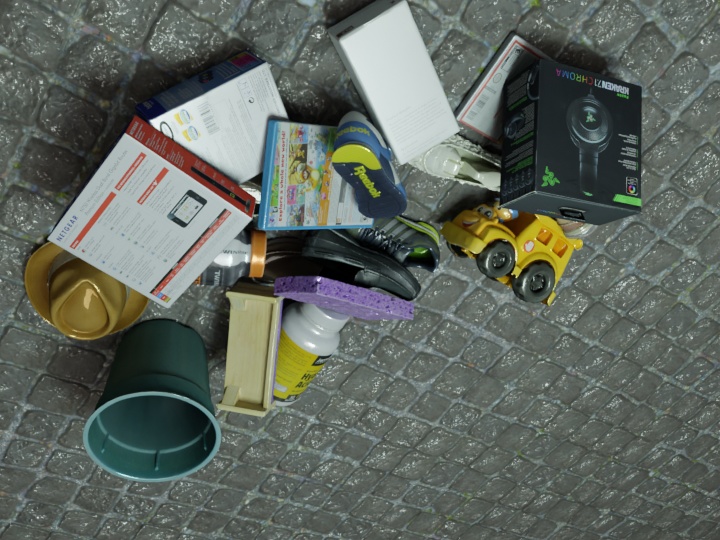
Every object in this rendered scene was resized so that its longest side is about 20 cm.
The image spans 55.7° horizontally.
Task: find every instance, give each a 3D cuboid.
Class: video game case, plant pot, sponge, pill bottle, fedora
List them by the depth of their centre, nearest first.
[{"bbox_3d":[-0.050,-0.129,0.953,0.199,0.018,0.144,-5,110,-42],"label":"video game case"},{"bbox_3d":[-0.239,-0.032,1.001,0.199,0.106,0.107,4,125,-12],"label":"pill bottle"},{"bbox_3d":[0.257,-0.245,1.021,0.199,0.017,0.143,22,118,-26],"label":"video game case"},{"bbox_3d":[-0.415,0.041,1.033,0.200,0.082,0.201,-7,127,-9],"label":"fedora"},{"bbox_3d":[-0.023,0.044,1.038,0.199,0.030,0.111,17,166,-40],"label":"sponge"},{"bbox_3d":[-0.326,0.197,1.097,0.199,0.196,0.201,-6,127,-8],"label":"plant pot"},{"bbox_3d":[-0.104,0.125,1.153,0.111,0.111,0.200,22,118,-27],"label":"pill bottle"}]

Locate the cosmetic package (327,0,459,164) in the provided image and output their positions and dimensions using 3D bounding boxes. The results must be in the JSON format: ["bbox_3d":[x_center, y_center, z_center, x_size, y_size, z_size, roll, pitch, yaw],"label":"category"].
[{"bbox_3d":[0.047,-0.255,0.918,0.101,0.074,0.200,-30,123,0],"label":"cosmetic package"}]

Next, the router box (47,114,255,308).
[{"bbox_3d":[-0.263,-0.066,0.863,0.179,0.049,0.200,35,120,-25],"label":"router box"}]

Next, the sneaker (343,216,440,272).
[{"bbox_3d":[0.046,-0.050,1.075,0.199,0.081,0.074,13,122,-21],"label":"sneaker"}]

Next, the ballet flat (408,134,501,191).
[{"bbox_3d":[0.157,-0.162,1.029,0.199,0.072,0.072,11,123,-20],"label":"ballet flat"}]

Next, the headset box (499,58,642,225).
[{"bbox_3d":[0.292,-0.166,0.949,0.173,0.093,0.201,9,79,-18],"label":"headset box"}]

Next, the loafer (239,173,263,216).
[{"bbox_3d":[-0.193,-0.115,0.978,0.199,0.068,0.076,-3,126,-12],"label":"loafer"}]

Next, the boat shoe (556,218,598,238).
[{"bbox_3d":[0.363,-0.141,1.049,0.072,0.076,0.200,43,69,-17],"label":"boat shoe"}]

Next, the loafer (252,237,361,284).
[{"bbox_3d":[-0.084,-0.006,1.084,0.199,0.071,0.073,-4,127,-10],"label":"loafer"}]

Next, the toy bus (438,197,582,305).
[{"bbox_3d":[0.257,-0.067,1.091,0.200,0.136,0.192,29,98,-28],"label":"toy bus"}]

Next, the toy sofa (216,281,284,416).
[{"bbox_3d":[-0.169,0.123,1.091,0.082,0.098,0.201,8,98,8],"label":"toy sofa"}]

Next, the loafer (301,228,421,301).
[{"bbox_3d":[0.000,0.000,1.041,0.200,0.071,0.068,30,155,-14],"label":"loafer"}]

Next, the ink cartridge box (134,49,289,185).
[{"bbox_3d":[-0.196,-0.177,0.888,0.200,0.076,0.137,-33,129,-16],"label":"ink cartridge box"}]

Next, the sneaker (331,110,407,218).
[{"bbox_3d":[0.017,-0.140,0.942,0.074,0.083,0.200,-10,151,12],"label":"sneaker"}]
